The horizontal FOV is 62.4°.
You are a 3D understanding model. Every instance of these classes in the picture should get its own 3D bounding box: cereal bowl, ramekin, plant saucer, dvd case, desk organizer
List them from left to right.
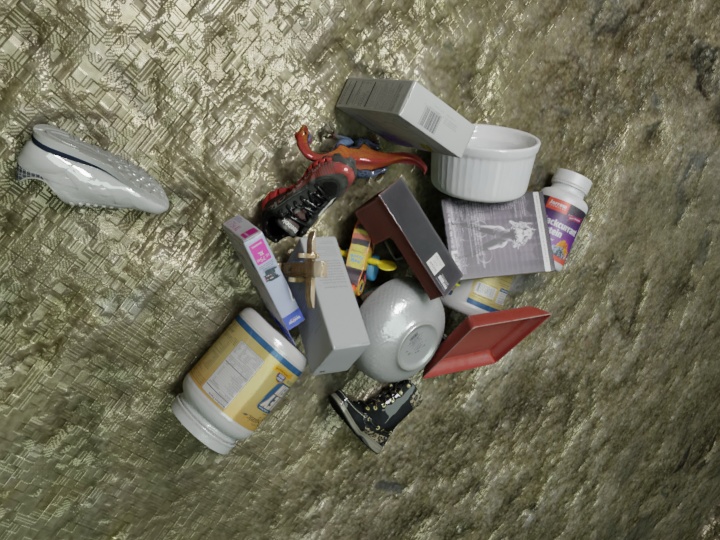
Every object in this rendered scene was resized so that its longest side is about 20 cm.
[{"bbox_3d":[0.079,0.118,1.067,0.197,0.083,0.203,-19,125,-29],"label":"cereal bowl"},{"bbox_3d":[0.082,-0.045,1.012,0.072,0.077,0.202,-41,101,-40],"label":"desk organizer"},{"bbox_3d":[0.220,-0.198,1.084,0.197,0.200,0.100,-11,119,-28],"label":"ramekin"},{"bbox_3d":[0.231,0.131,1.127,0.196,0.037,0.201,-6,149,-31],"label":"plant saucer"},{"bbox_3d":[0.249,-0.063,1.080,0.196,0.016,0.152,-5,80,-8],"label":"dvd case"}]

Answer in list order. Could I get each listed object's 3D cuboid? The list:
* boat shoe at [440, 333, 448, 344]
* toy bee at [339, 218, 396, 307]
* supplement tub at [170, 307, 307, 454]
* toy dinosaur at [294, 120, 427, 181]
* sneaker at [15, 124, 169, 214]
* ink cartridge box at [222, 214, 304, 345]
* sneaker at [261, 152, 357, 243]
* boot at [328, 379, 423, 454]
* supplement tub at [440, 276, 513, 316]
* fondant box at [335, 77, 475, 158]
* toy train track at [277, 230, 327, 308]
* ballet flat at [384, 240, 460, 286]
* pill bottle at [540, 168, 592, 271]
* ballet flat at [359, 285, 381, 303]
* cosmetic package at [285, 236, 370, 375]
[{"bbox_3d":[0.131,0.120,1.193,0.071,0.091,0.201,-47,124,-9],"label":"boat shoe"},{"bbox_3d":[0.000,0.000,1.048,0.128,0.109,0.204,-7,95,14],"label":"toy bee"},{"bbox_3d":[-0.197,0.179,0.974,0.201,0.144,0.145,-50,124,-8],"label":"supplement tub"},{"bbox_3d":[-0.017,-0.198,0.967,0.181,0.197,0.107,-14,100,-61],"label":"toy dinosaur"},{"bbox_3d":[-0.364,-0.121,0.823,0.198,0.077,0.081,27,103,-31],"label":"sneaker"},{"bbox_3d":[-0.151,0.015,0.963,0.042,0.119,0.203,-29,119,-17],"label":"ink cartridge box"},{"bbox_3d":[-0.084,-0.104,0.918,0.071,0.198,0.099,41,40,-30],"label":"sneaker"},{"bbox_3d":[0.034,0.261,1.188,0.154,0.073,0.205,-43,131,-11],"label":"boot"},{"bbox_3d":[0.236,-0.015,1.172,0.143,0.144,0.203,20,96,-35],"label":"supplement tub"},{"bbox_3d":[0.069,-0.250,0.964,0.143,0.199,0.059,24,94,-35],"label":"fondant box"},{"bbox_3d":[-0.105,-0.002,0.940,0.032,0.199,0.117,2,89,-26],"label":"toy train track"},{"bbox_3d":[0.099,-0.031,1.100,0.067,0.067,0.200,-44,89,14],"label":"ballet flat"},{"bbox_3d":[0.421,-0.110,1.286,0.110,0.111,0.203,21,94,-35],"label":"pill bottle"},{"bbox_3d":[0.032,0.126,1.159,0.066,0.068,0.204,-11,108,-7],"label":"ballet flat"},{"bbox_3d":[-0.060,0.056,0.977,0.070,0.203,0.102,-3,150,-29],"label":"cosmetic package"}]
